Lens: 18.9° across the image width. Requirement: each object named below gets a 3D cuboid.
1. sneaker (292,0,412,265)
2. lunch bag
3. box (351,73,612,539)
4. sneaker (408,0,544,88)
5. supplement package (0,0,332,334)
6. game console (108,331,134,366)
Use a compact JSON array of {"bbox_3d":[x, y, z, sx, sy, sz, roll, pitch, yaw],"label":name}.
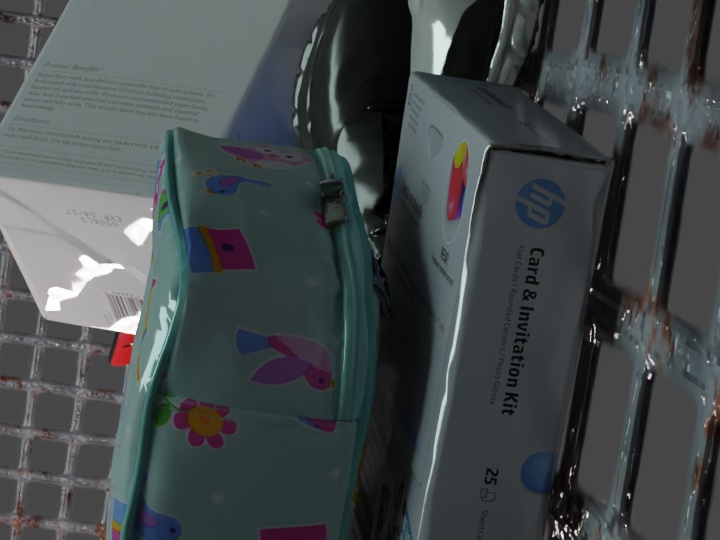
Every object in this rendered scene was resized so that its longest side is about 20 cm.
[{"bbox_3d":[0.018,-0.019,0.834,0.091,0.076,0.200,174,97,-72],"label":"sneaker"},{"bbox_3d":[-0.042,0.055,0.725,0.160,0.077,0.200,-97,16,-66],"label":"lunch bag"},{"bbox_3d":[0.029,0.046,0.702,0.156,0.041,0.200,-119,36,-76],"label":"box"},{"bbox_3d":[0.030,-0.142,0.784,0.074,0.080,0.200,-139,56,-78],"label":"sneaker"},{"bbox_3d":[-0.085,-0.078,1.089,0.120,0.121,0.200,73,-147,-49],"label":"supplement package"},{"bbox_3d":[-0.077,-0.037,1.283,0.200,0.119,0.173,128,148,-73],"label":"game console"}]
